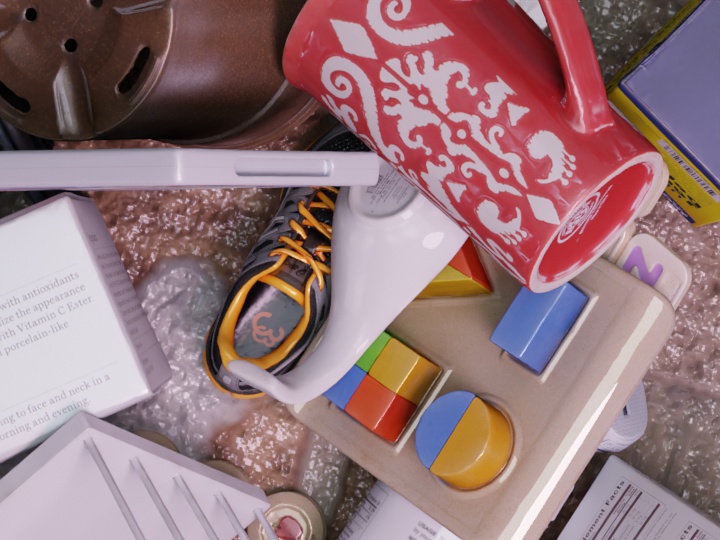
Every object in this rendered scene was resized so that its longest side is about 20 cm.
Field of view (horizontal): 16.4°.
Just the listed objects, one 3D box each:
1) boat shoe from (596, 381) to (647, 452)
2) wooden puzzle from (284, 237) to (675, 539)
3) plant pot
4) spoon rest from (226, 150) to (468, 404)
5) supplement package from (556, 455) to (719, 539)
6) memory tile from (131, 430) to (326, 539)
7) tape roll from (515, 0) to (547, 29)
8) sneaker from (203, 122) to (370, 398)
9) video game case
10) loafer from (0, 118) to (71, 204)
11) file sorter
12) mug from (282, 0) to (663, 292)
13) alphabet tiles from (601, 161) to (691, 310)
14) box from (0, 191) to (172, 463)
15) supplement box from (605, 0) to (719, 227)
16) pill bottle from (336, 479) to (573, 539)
[{"bbox_3d":[0.125,0.020,1.580,0.062,0.072,0.201,-21,75,41],"label":"boat shoe"},{"bbox_3d":[0.062,0.049,1.499,0.200,0.046,0.186,33,89,34],"label":"wooden puzzle"},{"bbox_3d":[-0.132,-0.159,1.481,0.199,0.198,0.201,4,100,24],"label":"plant pot"},{"bbox_3d":[0.000,0.000,1.511,0.099,0.061,0.200,26,71,37],"label":"spoon rest"},{"bbox_3d":[0.208,0.236,1.490,0.152,0.200,0.151,33,90,-29],"label":"supplement package"},{"bbox_3d":[-0.124,0.214,1.601,0.153,0.017,0.201,24,90,0],"label":"memory tile"},{"bbox_3d":[0.048,-0.224,1.579,0.201,0.071,0.203,0,90,-1],"label":"tape roll"},{"bbox_3d":[-0.032,-0.007,1.574,0.078,0.077,0.201,28,88,2],"label":"sneaker"},{"bbox_3d":[-0.121,-0.057,1.424,0.199,0.182,0.023,1,92,36],"label":"video game case"},{"bbox_3d":[-0.226,-0.136,1.578,0.063,0.072,0.201,-29,87,-5],"label":"loafer"},{"bbox_3d":[-0.133,0.194,1.464,0.139,0.200,0.125,-41,57,12],"label":"file sorter"},{"bbox_3d":[0.067,-0.101,1.428,0.133,0.178,0.200,-39,70,-15],"label":"mug"},{"bbox_3d":[0.108,-0.006,1.537,0.196,0.015,0.200,43,116,33],"label":"alphabet tiles"},{"bbox_3d":[-0.232,0.050,1.510,0.198,0.200,0.131,-23,91,0],"label":"box"},{"bbox_3d":[0.218,-0.104,1.513,0.109,0.200,0.110,-45,90,-2],"label":"supplement box"},{"bbox_3d":[0.039,0.189,1.554,0.113,0.113,0.200,35,90,0],"label":"pill bottle"}]
